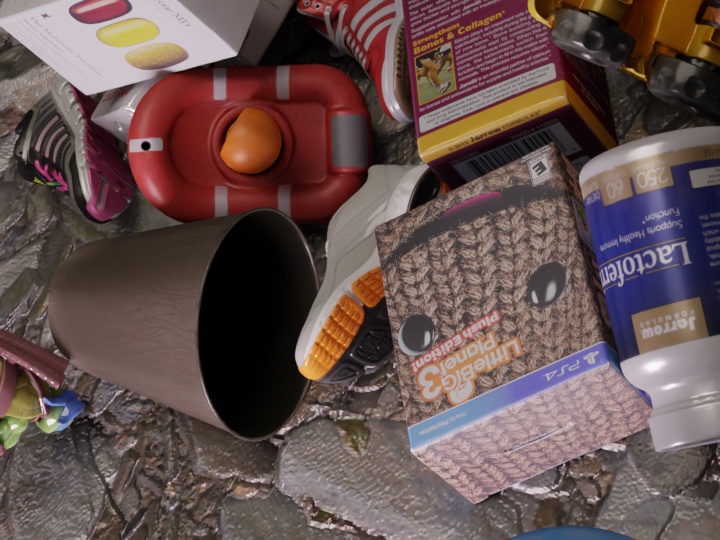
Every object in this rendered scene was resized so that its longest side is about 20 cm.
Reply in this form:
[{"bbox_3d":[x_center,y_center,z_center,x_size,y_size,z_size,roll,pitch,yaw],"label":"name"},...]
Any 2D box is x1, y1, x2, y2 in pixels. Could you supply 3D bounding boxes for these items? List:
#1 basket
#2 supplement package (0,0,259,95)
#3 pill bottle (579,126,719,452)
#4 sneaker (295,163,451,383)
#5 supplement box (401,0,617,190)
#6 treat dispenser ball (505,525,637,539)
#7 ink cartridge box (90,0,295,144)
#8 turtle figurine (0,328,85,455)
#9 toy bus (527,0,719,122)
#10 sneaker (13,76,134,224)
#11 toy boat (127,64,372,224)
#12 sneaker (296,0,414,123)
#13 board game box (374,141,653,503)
[{"bbox_3d":[-0.149,0.037,1.565,0.199,0.135,0.182,3,92,43],"label":"basket"},{"bbox_3d":[-0.182,-0.232,1.574,0.199,0.114,0.110,-8,53,45],"label":"supplement package"},{"bbox_3d":[0.221,0.014,1.291,0.115,0.116,0.202,-17,80,26],"label":"pill bottle"},{"bbox_3d":[0.000,0.000,1.532,0.092,0.076,0.201,12,62,47],"label":"sneaker"},{"bbox_3d":[0.114,-0.165,1.524,0.130,0.103,0.201,-20,53,24],"label":"supplement box"},{"bbox_3d":[0.129,0.258,1.182,0.200,0.201,0.202,-18,54,25],"label":"treat dispenser ball"},{"bbox_3d":[-0.141,-0.199,1.702,0.201,0.084,0.145,-60,17,-10],"label":"ink cartridge box"},{"bbox_3d":[-0.349,0.105,1.613,0.199,0.193,0.145,8,72,50],"label":"turtle figurine"},{"bbox_3d":[0.212,-0.198,1.414,0.192,0.199,0.137,-150,83,-80],"label":"toy bus"},{"bbox_3d":[-0.270,-0.097,1.776,0.087,0.074,0.200,-37,43,10],"label":"sneaker"},{"bbox_3d":[-0.090,-0.103,1.560,0.198,0.131,0.132,-2,90,0],"label":"toy boat"},{"bbox_3d":[0.003,-0.191,1.641,0.112,0.071,0.201,-17,46,21],"label":"sneaker"},{"bbox_3d":[0.111,0.038,1.403,0.159,0.097,0.201,-26,50,20],"label":"board game box"}]
